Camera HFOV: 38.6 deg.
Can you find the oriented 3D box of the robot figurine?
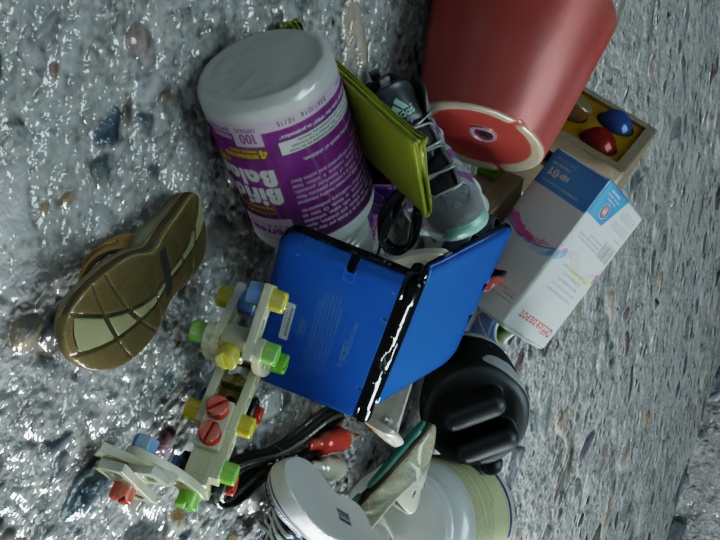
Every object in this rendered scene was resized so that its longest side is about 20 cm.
[{"bbox_3d":[0.123,0.146,1.182,0.200,0.125,0.151,-97,-155,-74],"label":"robot figurine"}]

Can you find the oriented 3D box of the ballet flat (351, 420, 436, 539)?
[{"bbox_3d":[0.023,0.243,1.060,0.200,0.062,0.067,-48,179,7],"label":"ballet flat"}]

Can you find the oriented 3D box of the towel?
[{"bbox_3d":[-0.002,-0.130,0.853,0.018,0.200,0.086,-32,142,-13],"label":"towel"}]

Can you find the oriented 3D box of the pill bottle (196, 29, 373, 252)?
[{"bbox_3d":[-0.052,-0.087,0.849,0.112,0.112,0.200,-57,144,-36],"label":"pill bottle"}]

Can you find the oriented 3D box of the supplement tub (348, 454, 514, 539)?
[{"bbox_3d":[0.080,0.283,1.169,0.200,0.145,0.145,17,83,-61],"label":"supplement tub"}]

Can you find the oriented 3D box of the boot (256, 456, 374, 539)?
[{"bbox_3d":[-0.061,0.236,0.943,0.200,0.090,0.073,54,17,-52],"label":"boot"}]

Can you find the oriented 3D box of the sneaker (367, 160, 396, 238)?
[{"bbox_3d":[-0.004,-0.062,0.971,0.080,0.088,0.201,-40,134,-52],"label":"sneaker"}]

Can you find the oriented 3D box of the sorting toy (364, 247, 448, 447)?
[{"bbox_3d":[0.034,0.096,1.090,0.180,0.107,0.200,62,43,-60],"label":"sorting toy"}]

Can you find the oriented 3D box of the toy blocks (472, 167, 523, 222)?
[{"bbox_3d":[0.130,-0.027,1.225,0.137,0.100,0.200,-43,149,-35],"label":"toy blocks"}]

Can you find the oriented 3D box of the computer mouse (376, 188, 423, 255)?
[{"bbox_3d":[0.000,0.000,0.966,0.200,0.059,0.034,-56,-162,23],"label":"computer mouse"}]

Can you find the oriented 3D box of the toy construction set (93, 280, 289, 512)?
[{"bbox_3d":[-0.119,0.110,0.808,0.200,0.092,0.131,-55,168,-26],"label":"toy construction set"}]

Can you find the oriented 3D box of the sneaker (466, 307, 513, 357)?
[{"bbox_3d":[0.183,0.042,1.355,0.076,0.077,0.200,51,53,-52],"label":"sneaker"}]

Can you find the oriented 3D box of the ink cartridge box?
[{"bbox_3d":[0.219,-0.020,1.194,0.200,0.085,0.144,-55,148,4],"label":"ink cartridge box"}]

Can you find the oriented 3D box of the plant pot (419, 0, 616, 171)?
[{"bbox_3d":[0.151,-0.215,1.089,0.200,0.200,0.178,47,58,-56],"label":"plant pot"}]

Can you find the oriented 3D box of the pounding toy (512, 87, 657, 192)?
[{"bbox_3d":[0.263,-0.180,1.340,0.184,0.200,0.142,-43,162,-49],"label":"pounding toy"}]

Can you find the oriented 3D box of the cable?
[{"bbox_3d":[-0.062,0.178,0.966,0.097,0.050,0.200,-63,156,11],"label":"cable"}]

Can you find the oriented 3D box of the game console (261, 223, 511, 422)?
[{"bbox_3d":[0.014,0.028,0.898,0.200,0.170,0.118,108,5,-46],"label":"game console"}]

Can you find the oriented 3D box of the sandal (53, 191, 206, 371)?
[{"bbox_3d":[-0.168,0.003,0.737,0.200,0.054,0.080,-63,156,-56],"label":"sandal"}]

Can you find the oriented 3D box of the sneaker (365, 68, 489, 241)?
[{"bbox_3d":[0.049,-0.124,0.977,0.078,0.200,0.140,-30,133,-6],"label":"sneaker"}]

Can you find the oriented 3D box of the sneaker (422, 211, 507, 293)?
[{"bbox_3d":[0.102,-0.067,1.113,0.075,0.084,0.200,-36,106,-56],"label":"sneaker"}]
